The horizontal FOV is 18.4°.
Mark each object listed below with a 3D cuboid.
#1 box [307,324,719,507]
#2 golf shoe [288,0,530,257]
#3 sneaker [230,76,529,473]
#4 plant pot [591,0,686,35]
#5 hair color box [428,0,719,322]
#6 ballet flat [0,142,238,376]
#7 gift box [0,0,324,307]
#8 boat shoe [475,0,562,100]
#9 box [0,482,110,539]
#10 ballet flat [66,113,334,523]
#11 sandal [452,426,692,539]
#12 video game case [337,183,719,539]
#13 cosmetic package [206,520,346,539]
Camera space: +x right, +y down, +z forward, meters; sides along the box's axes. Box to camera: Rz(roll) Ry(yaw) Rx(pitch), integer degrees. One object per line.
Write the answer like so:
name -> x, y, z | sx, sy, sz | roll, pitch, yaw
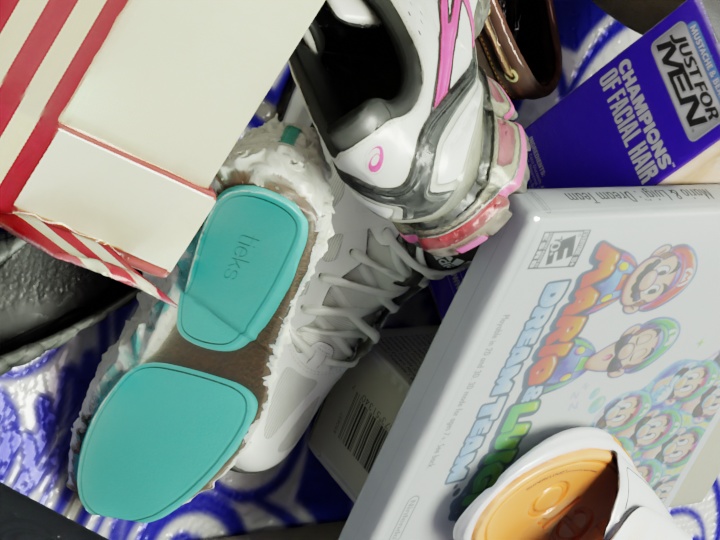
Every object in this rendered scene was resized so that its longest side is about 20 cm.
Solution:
box -> 0.081, 0.069, 1.028 | 0.200, 0.082, 0.068 | -1, 125, -38
golf shoe -> 0.007, -0.104, 0.853 | 0.073, 0.200, 0.092 | -32, 139, 20
sneaker -> 0.000, 0.000, 0.925 | 0.076, 0.115, 0.201 | 20, 90, -42
plant pot -> 0.158, -0.176, 0.978 | 0.200, 0.200, 0.134 | -7, 139, -39
hair color box -> 0.126, -0.042, 0.969 | 0.109, 0.200, 0.065 | -3, 64, -40
ballet flat -> -0.116, 0.005, 0.866 | 0.200, 0.057, 0.066 | -35, 125, -31
gift box -> -0.104, -0.106, 0.727 | 0.200, 0.185, 0.187 | 27, 105, -29
boat shoe -> 0.049, -0.168, 0.946 | 0.070, 0.070, 0.200 | -32, 121, -36
box -> -0.169, 0.154, 0.760 | 0.200, 0.122, 0.106 | -33, 146, -64
ballet flat -> -0.058, 0.019, 0.887 | 0.072, 0.072, 0.200 | -5, 140, -39
sandal -> 0.113, 0.132, 0.967 | 0.079, 0.059, 0.207 | -43, 144, 4
video game case -> 0.094, 0.049, 0.933 | 0.182, 0.024, 0.200 | -3, 129, -39
cosmetic package -> -0.044, 0.163, 0.947 | 0.200, 0.104, 0.073 | -2, 104, -41
